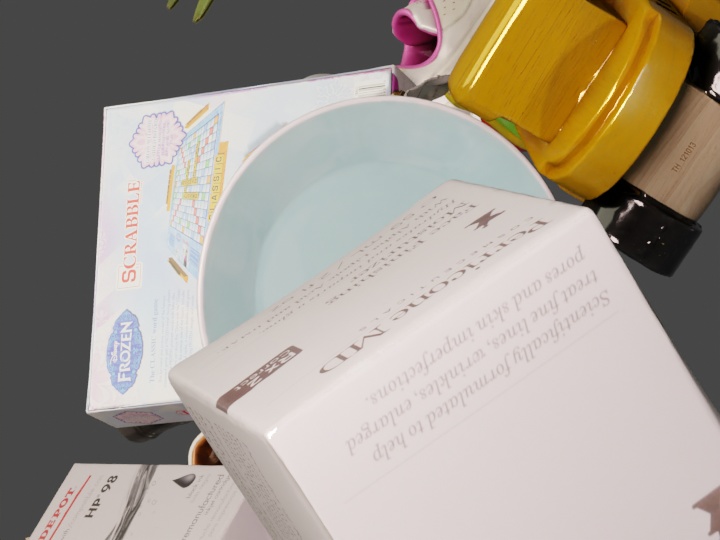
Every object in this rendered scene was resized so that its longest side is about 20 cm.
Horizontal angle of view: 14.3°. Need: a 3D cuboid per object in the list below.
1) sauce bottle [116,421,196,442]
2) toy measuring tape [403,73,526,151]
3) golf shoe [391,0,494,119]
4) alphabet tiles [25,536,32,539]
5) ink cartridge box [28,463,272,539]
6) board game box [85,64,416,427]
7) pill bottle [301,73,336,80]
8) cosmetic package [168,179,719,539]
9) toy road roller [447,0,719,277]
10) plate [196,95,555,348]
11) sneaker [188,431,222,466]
[{"bbox_3d":[-0.071,0.058,1.791,0.200,0.066,0.066,-22,36,34],"label":"sauce bottle"},{"bbox_3d":[0.083,-0.090,1.604,0.074,0.074,0.200,-50,-11,33],"label":"toy measuring tape"},{"bbox_3d":[0.075,-0.165,1.796,0.075,0.091,0.200,-35,27,60],"label":"golf shoe"},{"bbox_3d":[-0.142,0.176,1.742,0.200,0.195,0.015,-158,60,-74],"label":"alphabet tiles"},{"bbox_3d":[-0.125,0.168,1.539,0.200,0.067,0.116,-4,48,46],"label":"ink cartridge box"},{"bbox_3d":[-0.065,-0.013,1.728,0.199,0.041,0.201,-6,70,23],"label":"board game box"},{"bbox_3d":[-0.044,-0.017,1.848,0.200,0.120,0.120,-51,18,28],"label":"pill bottle"},{"bbox_3d":[0.043,0.076,1.222,0.165,0.165,0.200,-35,12,-10],"label":"cosmetic package"},{"bbox_3d":[0.118,-0.101,1.434,0.123,0.146,0.200,-56,16,13],"label":"toy road roller"},{"bbox_3d":[0.012,0.013,1.442,0.200,0.200,0.026,-62,13,-7],"label":"plate"},{"bbox_3d":[-0.061,0.108,1.737,0.073,0.085,0.200,-60,9,3],"label":"sneaker"}]
